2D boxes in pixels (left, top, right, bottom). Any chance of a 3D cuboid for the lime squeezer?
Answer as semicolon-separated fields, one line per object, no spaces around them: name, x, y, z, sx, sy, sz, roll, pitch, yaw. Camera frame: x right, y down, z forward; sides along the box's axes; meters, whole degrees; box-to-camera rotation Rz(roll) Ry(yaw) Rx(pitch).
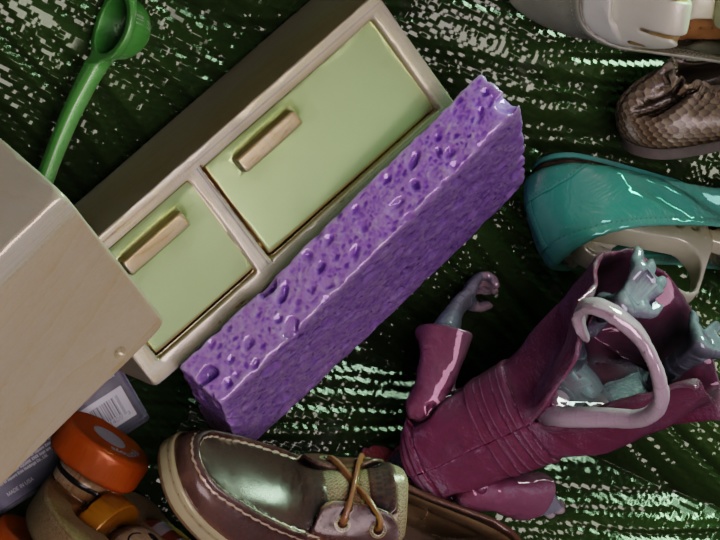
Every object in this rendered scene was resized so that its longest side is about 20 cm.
lime squeezer;-0.096;-0.117;1.351;0.200;0.038;0.071;-40;139;-13

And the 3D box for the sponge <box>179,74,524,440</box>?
sponge;0.000;0.000;1.367;0.200;0.112;0.030;-45;75;-8

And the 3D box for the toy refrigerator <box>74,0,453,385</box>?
toy refrigerator;-0.055;-0.041;1.347;0.200;0.070;0.076;-41;112;-14

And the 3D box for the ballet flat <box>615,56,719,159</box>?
ballet flat;0.224;-0.099;1.454;0.200;0.067;0.046;-11;119;-13

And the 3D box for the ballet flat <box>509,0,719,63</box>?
ballet flat;0.171;-0.132;1.399;0.200;0.064;0.067;8;113;-5

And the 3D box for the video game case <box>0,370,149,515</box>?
video game case;-0.207;0.025;1.340;0.143;0.019;0.200;-33;108;-13

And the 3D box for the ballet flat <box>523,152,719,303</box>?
ballet flat;0.176;-0.012;1.447;0.200;0.067;0.070;6;68;-17

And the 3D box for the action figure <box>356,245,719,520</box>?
action figure;0.083;0.077;1.389;0.200;0.149;0.134;-30;102;21

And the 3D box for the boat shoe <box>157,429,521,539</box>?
boat shoe;-0.005;0.113;1.351;0.200;0.072;0.072;29;126;-32

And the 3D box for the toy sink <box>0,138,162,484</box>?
toy sink;-0.205;-0.006;1.253;0.130;0.200;0.112;-45;141;-9

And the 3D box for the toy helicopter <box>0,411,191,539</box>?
toy helicopter;-0.073;0.152;1.360;0.200;0.132;0.079;25;102;-42
